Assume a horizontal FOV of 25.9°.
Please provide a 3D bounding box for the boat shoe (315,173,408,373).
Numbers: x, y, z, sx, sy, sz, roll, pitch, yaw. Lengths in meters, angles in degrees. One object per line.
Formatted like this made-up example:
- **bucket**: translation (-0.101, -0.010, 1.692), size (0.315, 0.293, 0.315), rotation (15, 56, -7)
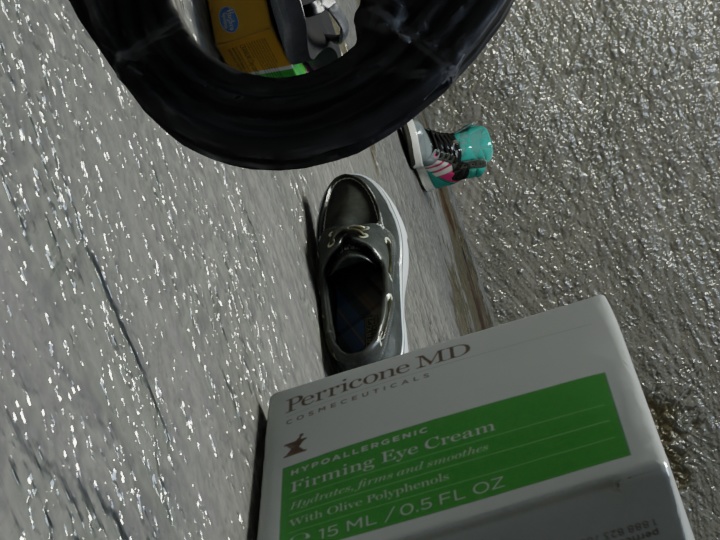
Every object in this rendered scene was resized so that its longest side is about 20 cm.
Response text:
- **boat shoe**: translation (0.000, 0.000, 1.129), size (0.057, 0.068, 0.202), rotation (63, 15, -51)

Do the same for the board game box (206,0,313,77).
- **board game box**: translation (-0.076, -0.204, 1.108), size (0.153, 0.040, 0.202), rotation (60, 16, -62)

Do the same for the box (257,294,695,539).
- **box**: translation (0.071, 0.157, 0.791), size (0.172, 0.197, 0.202), rotation (-92, 163, -65)

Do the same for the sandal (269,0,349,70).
- **sandal**: translation (-0.031, -0.178, 1.061), size (0.200, 0.042, 0.077), rotation (-25, 98, -83)

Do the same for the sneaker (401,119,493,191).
- **sneaker**: translation (0.131, -0.181, 2.289), size (0.200, 0.119, 0.085), rotation (52, 22, -70)

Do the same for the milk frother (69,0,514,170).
- **milk frother**: translation (-0.078, -0.099, 0.266), size (0.188, 0.198, 0.183), rotation (-8, 85, -82)
